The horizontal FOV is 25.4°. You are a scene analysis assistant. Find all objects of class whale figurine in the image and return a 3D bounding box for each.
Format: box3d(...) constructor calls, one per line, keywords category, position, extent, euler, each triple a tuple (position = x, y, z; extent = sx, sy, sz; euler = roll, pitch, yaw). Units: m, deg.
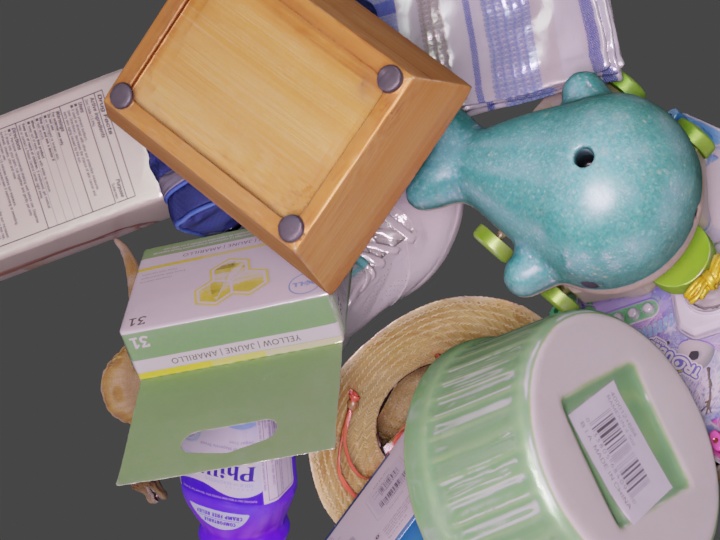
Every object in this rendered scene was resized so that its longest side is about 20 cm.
box3d(category="whale figurine", position=(0.121, -0.063, 1.041), extent=(0.199, 0.104, 0.160), euler=(16, 79, 24))

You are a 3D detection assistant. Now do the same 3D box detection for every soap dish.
box3d(category="soap dish", position=(-0.054, -0.108, 1.001), extent=(0.200, 0.081, 0.158), euler=(38, 98, 17))

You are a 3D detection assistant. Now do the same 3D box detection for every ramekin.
box3d(category="ramekin", position=(0.132, 0.122, 0.995), extent=(0.097, 0.199, 0.201), euler=(-30, 83, 43))

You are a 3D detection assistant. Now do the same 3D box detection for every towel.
box3d(category="towel", position=(0.082, -0.185, 1.141), extent=(0.198, 0.024, 0.148), euler=(-12, 85, 23))

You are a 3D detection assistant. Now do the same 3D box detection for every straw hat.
box3d(category="straw hat", position=(0.050, 0.095, 1.123), extent=(0.199, 0.085, 0.203), euler=(-5, 109, -15))

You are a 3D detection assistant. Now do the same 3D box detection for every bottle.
box3d(category="bottle", position=(-0.086, 0.140, 1.122), extent=(0.083, 0.065, 0.202), euler=(11, 119, 25))

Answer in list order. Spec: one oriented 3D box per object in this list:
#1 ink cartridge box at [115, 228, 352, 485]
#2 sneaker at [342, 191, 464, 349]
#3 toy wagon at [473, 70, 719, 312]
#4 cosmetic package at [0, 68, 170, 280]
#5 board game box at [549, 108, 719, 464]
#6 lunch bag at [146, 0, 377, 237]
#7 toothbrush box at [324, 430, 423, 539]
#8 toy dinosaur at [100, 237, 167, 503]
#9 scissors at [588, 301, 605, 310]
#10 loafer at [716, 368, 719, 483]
box3d(category="ink cartridge box", position=(-0.082, 0.044, 1.026), extent=(0.144, 0.201, 0.048), euler=(-11, 122, 11))
box3d(category="sneaker", position=(0.000, 0.000, 1.138), extent=(0.075, 0.088, 0.200), euler=(41, 94, 9))
box3d(category="toy wagon", position=(0.175, -0.040, 1.098), extent=(0.155, 0.040, 0.200), euler=(-50, 56, 4))
box3d(category="cosmetic package", position=(-0.237, -0.061, 1.175), extent=(0.198, 0.087, 0.104), euler=(-18, 84, 8))
box3d(category="board game box", position=(0.237, 0.009, 1.081), extent=(0.199, 0.026, 0.201), euler=(32, 91, 39))
box3d(category="lunch bag", position=(-0.046, -0.101, 1.112), extent=(0.199, 0.136, 0.133), euler=(-24, 80, 18))
box3d(category="toothbrush box", position=(0.077, 0.221, 1.078), extent=(0.199, 0.085, 0.147), euler=(35, 94, -22))
box3d(category="toy dinosaur", position=(-0.143, 0.071, 1.172), extent=(0.100, 0.058, 0.202), euler=(-6, 87, 9))
box3d(category="scissors", position=(0.241, 0.079, 1.138), extent=(0.199, 0.014, 0.074), euler=(24, 85, 6))
box3d(category="loafer", position=(0.273, 0.060, 1.093), extent=(0.067, 0.076, 0.202), euler=(4, 80, -3))
